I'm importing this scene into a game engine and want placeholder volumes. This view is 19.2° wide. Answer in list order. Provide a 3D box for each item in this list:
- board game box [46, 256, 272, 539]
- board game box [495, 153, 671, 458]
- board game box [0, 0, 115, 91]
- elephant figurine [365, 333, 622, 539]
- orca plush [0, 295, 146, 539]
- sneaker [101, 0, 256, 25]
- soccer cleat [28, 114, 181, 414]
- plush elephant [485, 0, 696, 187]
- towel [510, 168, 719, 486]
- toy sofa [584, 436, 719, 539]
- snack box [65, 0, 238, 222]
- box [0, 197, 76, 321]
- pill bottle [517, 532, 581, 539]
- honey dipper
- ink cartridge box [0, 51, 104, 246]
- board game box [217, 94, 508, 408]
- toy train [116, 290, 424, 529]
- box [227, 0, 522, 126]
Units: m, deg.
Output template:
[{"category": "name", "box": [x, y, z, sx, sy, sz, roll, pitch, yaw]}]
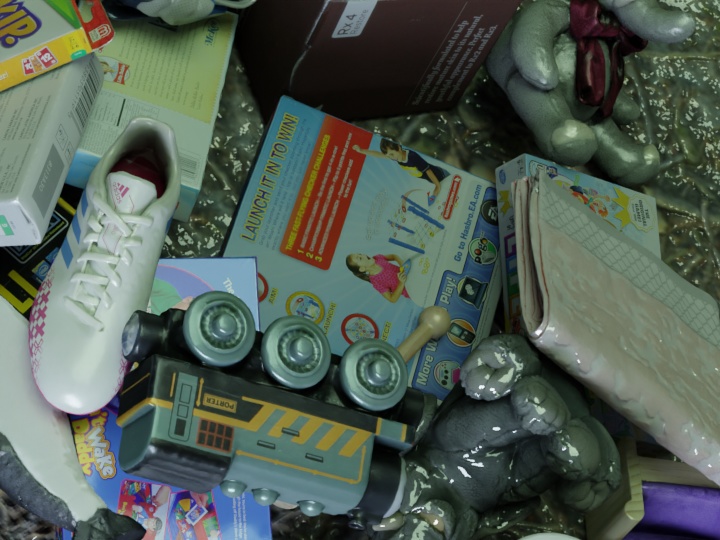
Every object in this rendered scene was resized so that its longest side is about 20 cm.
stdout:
[{"category": "board game box", "box": [-0.130, 0.093, 1.372, 0.134, 0.045, 0.200, 0, 77, -14]}, {"category": "board game box", "box": [0.162, 0.027, 1.523, 0.134, 0.034, 0.200, 16, 61, -36]}, {"category": "board game box", "box": [-0.266, -0.145, 1.410, 0.200, 0.030, 0.096, -22, 44, -6]}, {"category": "elephant figurine", "box": [0.056, 0.134, 1.381, 0.142, 0.200, 0.155, 59, 18, 24]}, {"category": "orca plush", "box": [-0.205, 0.101, 1.322, 0.200, 0.071, 0.105, 43, 56, 16]}, {"category": "sneaker", "box": [-0.135, -0.239, 1.560, 0.146, 0.081, 0.200, 33, 26, -2]}, {"category": "soccer cleat", "box": [-0.158, -0.010, 1.313, 0.070, 0.086, 0.200, 15, 55, -5]}, {"category": "plush elephant", "box": [0.180, -0.181, 1.605, 0.165, 0.155, 0.200, 17, 32, -54]}, {"category": "towel", "box": [0.185, 0.038, 1.447, 0.200, 0.032, 0.191, 35, 30, -24]}, {"category": "toy sofa", "box": [0.259, 0.184, 1.477, 0.200, 0.083, 0.098, 8, 58, -16]}, {"category": "snack box", "box": [-0.158, -0.129, 1.510, 0.116, 0.037, 0.200, 18, 43, -10]}, {"category": "box", "box": [-0.284, 0.005, 1.406, 0.160, 0.049, 0.200, 41, 56, 4]}, {"category": "pill bottle", "box": [0.087, 0.242, 1.309, 0.114, 0.200, 0.114, 9, 58, -15]}, {"category": "honey dipper", "box": [0.000, 0.083, 1.400, 0.038, 0.038, 0.200, 40, 49, 6]}, {"category": "ink cartridge box", "box": [-0.285, -0.083, 1.406, 0.200, 0.050, 0.161, -4, 46, 19]}, {"category": "board game box", "box": [0.000, 0.000, 1.506, 0.196, 0.056, 0.200, 22, 56, -6]}, {"category": "toy train", "box": [-0.056, 0.088, 1.293, 0.200, 0.085, 0.114, 18, 68, -22]}, {"category": "box", "box": [-0.004, -0.238, 1.577, 0.164, 0.166, 0.200, -8, 65, -25]}]
